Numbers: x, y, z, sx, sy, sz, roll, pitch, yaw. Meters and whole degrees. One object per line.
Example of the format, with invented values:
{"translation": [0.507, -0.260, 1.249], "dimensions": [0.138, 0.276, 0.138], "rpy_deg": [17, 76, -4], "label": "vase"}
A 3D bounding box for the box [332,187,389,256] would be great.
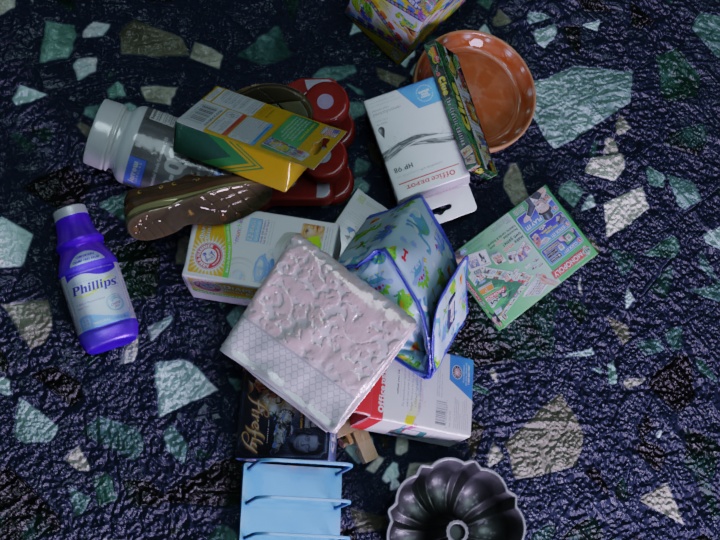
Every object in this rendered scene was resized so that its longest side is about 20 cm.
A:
{"translation": [0.000, 0.000, 1.762], "dimensions": [0.144, 0.036, 0.201], "rpy_deg": [34, 68, -3], "label": "box"}

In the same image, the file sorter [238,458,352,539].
{"translation": [-0.085, 0.352, 1.594], "dimensions": [0.138, 0.123, 0.201], "rpy_deg": [5, 74, -12], "label": "file sorter"}

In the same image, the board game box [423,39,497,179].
{"translation": [0.150, -0.237, 1.801], "dimensions": [0.023, 0.105, 0.201], "rpy_deg": [-22, 79, 23], "label": "board game box"}

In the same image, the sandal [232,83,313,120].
{"translation": [-0.147, -0.228, 1.723], "dimensions": [0.082, 0.199, 0.055], "rpy_deg": [58, 45, -25], "label": "sandal"}

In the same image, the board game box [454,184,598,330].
{"translation": [0.244, -0.021, 1.831], "dimensions": [0.200, 0.029, 0.135], "rpy_deg": [-35, 86, -20], "label": "board game box"}

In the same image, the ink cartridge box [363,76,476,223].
{"translation": [0.091, -0.170, 1.795], "dimensions": [0.115, 0.067, 0.201], "rpy_deg": [-20, 82, 1], "label": "ink cartridge box"}

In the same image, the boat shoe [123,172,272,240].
{"translation": [-0.218, -0.100, 1.612], "dimensions": [0.199, 0.072, 0.068], "rpy_deg": [-14, 54, -11], "label": "boat shoe"}

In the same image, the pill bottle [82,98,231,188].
{"translation": [-0.276, -0.161, 1.695], "dimensions": [0.199, 0.114, 0.114], "rpy_deg": [19, 71, -8], "label": "pill bottle"}

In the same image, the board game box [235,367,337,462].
{"translation": [-0.095, 0.161, 1.661], "dimensions": [0.135, 0.035, 0.201], "rpy_deg": [-2, 73, 15], "label": "board game box"}

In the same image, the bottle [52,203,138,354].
{"translation": [-0.366, 0.009, 1.650], "dimensions": [0.083, 0.065, 0.201], "rpy_deg": [-16, 79, -17], "label": "bottle"}

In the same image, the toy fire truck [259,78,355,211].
{"translation": [-0.096, -0.185, 1.759], "dimensions": [0.167, 0.112, 0.201], "rpy_deg": [0, 73, 5], "label": "toy fire truck"}

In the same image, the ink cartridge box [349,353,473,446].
{"translation": [0.055, 0.166, 1.686], "dimensions": [0.199, 0.067, 0.117], "rpy_deg": [15, 65, -21], "label": "ink cartridge box"}

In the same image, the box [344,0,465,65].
{"translation": [0.101, -0.450, 1.829], "dimensions": [0.122, 0.193, 0.200], "rpy_deg": [44, 69, 1], "label": "box"}

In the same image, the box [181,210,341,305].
{"translation": [-0.134, -0.013, 1.672], "dimensions": [0.199, 0.101, 0.113], "rpy_deg": [10, 72, 4], "label": "box"}

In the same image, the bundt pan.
{"translation": [0.122, 0.361, 1.667], "dimensions": [0.200, 0.076, 0.203], "rpy_deg": [4, 74, -13], "label": "bundt pan"}

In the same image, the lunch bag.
{"translation": [0.071, 0.026, 1.666], "dimensions": [0.201, 0.127, 0.170], "rpy_deg": [59, 34, -16], "label": "lunch bag"}

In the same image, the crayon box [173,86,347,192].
{"translation": [-0.134, -0.173, 1.628], "dimensions": [0.199, 0.052, 0.126], "rpy_deg": [20, 35, 11], "label": "crayon box"}

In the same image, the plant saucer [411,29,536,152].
{"translation": [0.174, -0.275, 1.884], "dimensions": [0.199, 0.032, 0.202], "rpy_deg": [4, 74, -14], "label": "plant saucer"}

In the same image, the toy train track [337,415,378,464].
{"translation": [-0.029, 0.175, 1.700], "dimensions": [0.114, 0.033, 0.201], "rpy_deg": [-18, 80, -31], "label": "toy train track"}

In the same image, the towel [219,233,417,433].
{"translation": [-0.057, 0.085, 1.586], "dimensions": [0.200, 0.032, 0.191], "rpy_deg": [36, 98, 3], "label": "towel"}
